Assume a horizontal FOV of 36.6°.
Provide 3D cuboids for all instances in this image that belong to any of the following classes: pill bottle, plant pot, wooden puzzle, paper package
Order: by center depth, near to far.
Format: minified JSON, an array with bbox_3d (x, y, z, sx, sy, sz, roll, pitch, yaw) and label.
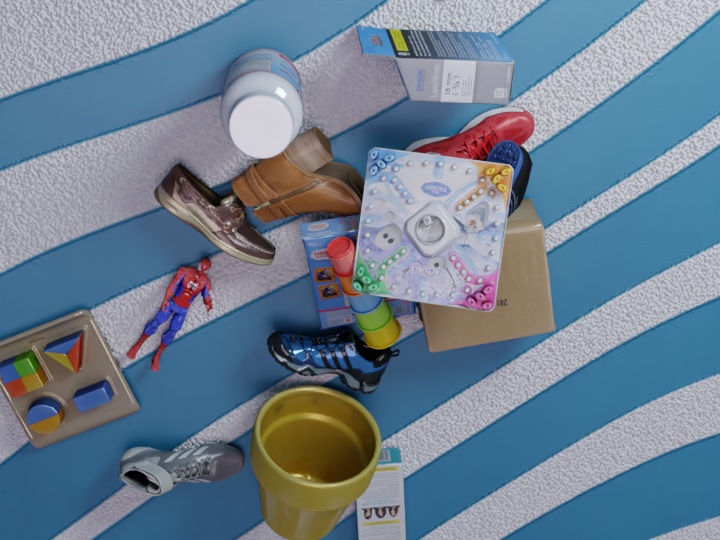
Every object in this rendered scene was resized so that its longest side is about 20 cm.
[{"bbox_3d":[-0.130,-0.219,1.442,0.108,0.200,0.109,-2,115,-4],"label":"pill bottle"},{"bbox_3d":[0.179,0.007,1.625,0.199,0.104,0.192,-10,114,1],"label":"paper package"},{"bbox_3d":[-0.464,0.176,1.680,0.184,0.046,0.201,-21,115,5],"label":"wooden puzzle"},{"bbox_3d":[-0.080,0.317,1.706,0.199,0.201,0.190,7,130,-8],"label":"plant pot"}]

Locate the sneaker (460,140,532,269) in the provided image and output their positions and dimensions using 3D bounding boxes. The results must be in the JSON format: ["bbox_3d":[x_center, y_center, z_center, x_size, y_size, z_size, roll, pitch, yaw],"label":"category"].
[{"bbox_3d":[0.182,-0.082,1.524,0.201,0.070,0.078,-60,149,5],"label":"sneaker"}]

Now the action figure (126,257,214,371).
[{"bbox_3d":[-0.277,0.072,1.623,0.065,0.099,0.201,29,107,-18],"label":"action figure"}]

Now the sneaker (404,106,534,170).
[{"bbox_3d":[0.161,-0.162,1.538,0.199,0.116,0.079,-23,114,6],"label":"sneaker"}]

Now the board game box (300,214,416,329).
[{"bbox_3d":[0.000,0.000,1.605,0.150,0.037,0.201,-9,138,0],"label":"board game box"}]

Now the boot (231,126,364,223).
[{"bbox_3d":[-0.077,-0.103,1.579,0.154,0.074,0.200,-29,119,19],"label":"boot"}]

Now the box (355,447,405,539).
[{"bbox_3d":[0.032,0.395,1.819,0.082,0.049,0.201,-4,115,-3],"label":"box"}]

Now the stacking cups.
[{"bbox_3d":[-0.002,0.032,1.573,0.060,0.061,0.200,-24,133,6],"label":"stacking cups"}]

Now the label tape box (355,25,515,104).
[{"bbox_3d":[0.095,-0.277,1.466,0.198,0.144,0.064,2,117,-5],"label":"label tape box"}]

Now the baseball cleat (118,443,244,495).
[{"bbox_3d":[-0.283,0.323,1.729,0.198,0.107,0.070,-2,110,-6],"label":"baseball cleat"}]

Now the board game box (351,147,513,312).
[{"bbox_3d":[0.096,-0.056,1.474,0.198,0.026,0.202,8,94,7],"label":"board game box"}]

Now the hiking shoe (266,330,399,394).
[{"bbox_3d":[-0.046,0.119,1.673,0.199,0.075,0.087,18,120,-24],"label":"hiking shoe"}]

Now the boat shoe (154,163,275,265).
[{"bbox_3d":[-0.198,-0.082,1.573,0.199,0.072,0.072,35,109,-12],"label":"boat shoe"}]
